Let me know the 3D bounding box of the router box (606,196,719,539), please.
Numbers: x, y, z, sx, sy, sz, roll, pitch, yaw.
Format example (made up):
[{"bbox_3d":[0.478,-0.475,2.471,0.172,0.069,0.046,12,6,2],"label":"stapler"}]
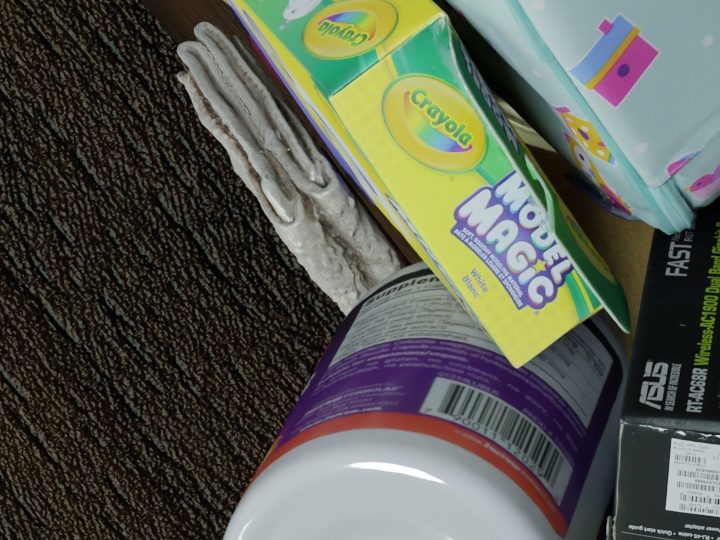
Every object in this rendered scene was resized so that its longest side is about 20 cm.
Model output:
[{"bbox_3d":[0.113,0.073,0.934,0.200,0.062,0.150,-67,-21,-65],"label":"router box"}]

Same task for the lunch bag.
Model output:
[{"bbox_3d":[0.048,-0.108,0.909,0.200,0.077,0.160,52,175,-38],"label":"lunch bag"}]

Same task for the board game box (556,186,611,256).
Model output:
[{"bbox_3d":[0.117,-0.014,1.255,0.165,0.057,0.200,51,176,-2],"label":"board game box"}]

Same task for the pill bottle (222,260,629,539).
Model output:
[{"bbox_3d":[0.031,0.062,0.983,0.111,0.111,0.200,49,-153,-10],"label":"pill bottle"}]

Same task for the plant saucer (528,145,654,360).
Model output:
[{"bbox_3d":[0.119,0.027,1.114,0.200,0.035,0.201,38,146,31],"label":"plant saucer"}]

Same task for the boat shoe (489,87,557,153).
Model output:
[{"bbox_3d":[0.039,-0.112,1.059,0.200,0.072,0.065,39,152,22],"label":"boat shoe"}]

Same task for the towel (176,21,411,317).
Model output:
[{"bbox_3d":[0.000,0.000,1.147,0.200,0.034,0.133,52,-177,-40],"label":"towel"}]

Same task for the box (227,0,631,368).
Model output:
[{"bbox_3d":[0.015,-0.048,0.951,0.117,0.048,0.200,55,176,-28],"label":"box"}]

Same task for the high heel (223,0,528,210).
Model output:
[{"bbox_3d":[0.018,-0.058,1.143,0.200,0.067,0.096,38,-178,37],"label":"high heel"}]
